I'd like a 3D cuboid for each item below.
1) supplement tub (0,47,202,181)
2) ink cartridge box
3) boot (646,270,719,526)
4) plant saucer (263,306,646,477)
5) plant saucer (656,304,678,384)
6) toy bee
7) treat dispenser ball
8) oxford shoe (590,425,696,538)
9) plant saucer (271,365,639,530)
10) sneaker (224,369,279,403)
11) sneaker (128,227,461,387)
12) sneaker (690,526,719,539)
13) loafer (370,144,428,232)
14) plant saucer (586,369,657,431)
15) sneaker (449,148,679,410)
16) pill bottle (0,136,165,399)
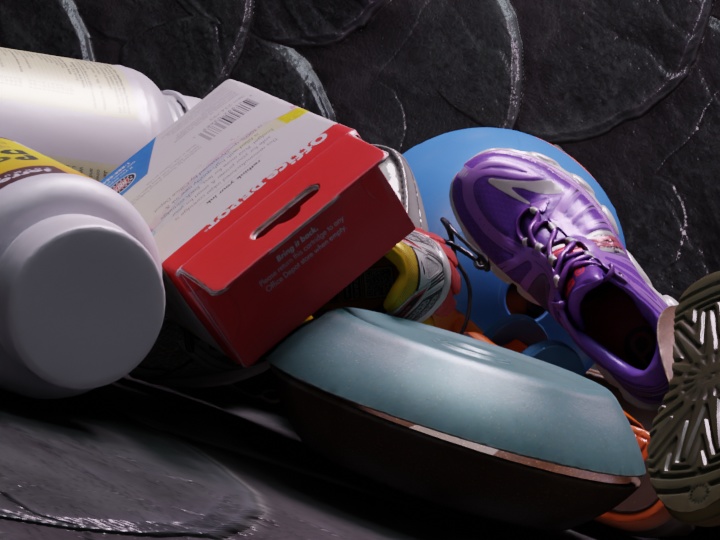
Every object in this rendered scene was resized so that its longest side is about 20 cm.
[{"bbox_3d":[-0.192,-0.053,1.434,0.199,0.146,0.145,7,8,-28],"label":"supplement tub"},{"bbox_3d":[-0.055,-0.023,1.267,0.067,0.116,0.200,56,-13,-26],"label":"ink cartridge box"},{"bbox_3d":[0.233,0.118,1.302,0.066,0.176,0.200,-19,-56,32],"label":"boot"},{"bbox_3d":[0.052,0.055,1.242,0.199,0.036,0.200,17,4,-1],"label":"plant saucer"},{"bbox_3d":[0.249,0.096,1.464,0.200,0.037,0.201,44,23,-24],"label":"plant saucer"},{"bbox_3d":[0.078,0.073,1.532,0.200,0.109,0.131,45,-1,-7],"label":"toy bee"},{"bbox_3d":[0.088,0.000,1.749,0.200,0.202,0.201,18,3,-1],"label":"treat dispenser ball"},{"bbox_3d":[0.103,0.105,1.416,0.200,0.071,0.073,27,-10,34],"label":"oxford shoe"},{"bbox_3d":[0.044,0.093,1.286,0.199,0.037,0.200,18,3,-1],"label":"plant saucer"},{"bbox_3d":[-0.057,0.052,1.480,0.082,0.075,0.200,57,15,22],"label":"sneaker"},{"bbox_3d":[-0.050,0.012,1.343,0.199,0.078,0.082,-15,-9,13],"label":"sneaker"},{"bbox_3d":[0.208,0.112,1.513,0.076,0.091,0.200,20,5,6],"label":"sneaker"},{"bbox_3d":[0.000,0.000,1.448,0.070,0.201,0.070,-7,-40,13],"label":"loafer"},{"bbox_3d":[0.210,0.105,1.894,0.199,0.037,0.200,16,0,0],"label":"plant saucer"},{"bbox_3d":[0.131,-0.004,1.503,0.200,0.081,0.083,45,4,20],"label":"sneaker"},{"bbox_3d":[-0.166,-0.001,1.228,0.109,0.110,0.200,16,4,-28],"label":"pill bottle"}]
